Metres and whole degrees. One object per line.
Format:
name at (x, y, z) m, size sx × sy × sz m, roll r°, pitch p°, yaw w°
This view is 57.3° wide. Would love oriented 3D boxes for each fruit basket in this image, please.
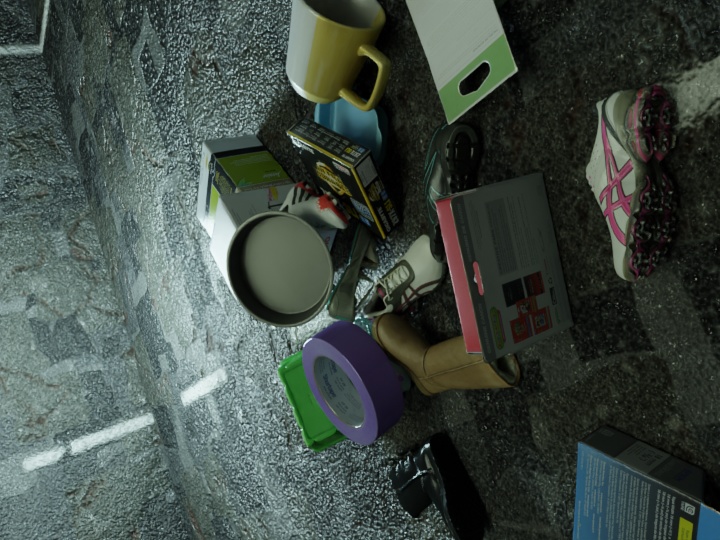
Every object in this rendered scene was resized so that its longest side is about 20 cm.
fruit basket at (-0.085, 0.263, 1.376) m, size 0.219 × 0.152 × 0.216 m, roll 61°, pitch -170°, yaw -17°

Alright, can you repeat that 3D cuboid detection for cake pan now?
cake pan at (-0.135, -0.004, 1.130) m, size 0.194 × 0.037 × 0.207 m, roll 4°, pitch 107°, yaw 13°

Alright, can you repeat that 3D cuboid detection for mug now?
mug at (-0.048, -0.340, 1.031) m, size 0.155 × 0.145 × 0.190 m, roll 116°, pitch 148°, yaw -43°

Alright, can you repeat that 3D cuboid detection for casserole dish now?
casserole dish at (-0.012, -0.244, 1.131) m, size 0.199 × 0.038 × 0.125 m, roll 35°, pitch 130°, yaw 45°

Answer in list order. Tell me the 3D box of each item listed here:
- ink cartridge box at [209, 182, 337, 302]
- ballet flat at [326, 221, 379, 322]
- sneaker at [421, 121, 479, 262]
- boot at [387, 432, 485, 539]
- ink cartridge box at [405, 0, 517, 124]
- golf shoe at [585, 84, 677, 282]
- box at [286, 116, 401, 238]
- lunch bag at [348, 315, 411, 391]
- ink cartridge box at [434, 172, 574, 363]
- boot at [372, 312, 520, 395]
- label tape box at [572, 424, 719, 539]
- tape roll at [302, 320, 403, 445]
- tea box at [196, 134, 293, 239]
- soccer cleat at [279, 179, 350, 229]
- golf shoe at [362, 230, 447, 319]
ink cartridge box at (-0.172, -0.061, 1.292) m, size 0.146 × 0.196 × 0.149 m, roll 55°, pitch 141°, yaw 29°
ballet flat at (0.000, 0.000, 1.133) m, size 0.062 × 0.204 × 0.068 m, roll 18°, pitch 150°, yaw 6°
sneaker at (0.128, -0.115, 0.961) m, size 0.079 × 0.073 × 0.206 m, roll -144°, pitch 56°, yaw -59°
boot at (0.124, 0.392, 1.145) m, size 0.163 × 0.072 × 0.203 m, roll -50°, pitch 54°, yaw 48°
ink cartridge box at (0.139, -0.321, 0.869) m, size 0.145 × 0.047 × 0.205 m, roll -29°, pitch 78°, yaw 56°
golf shoe at (0.291, -0.092, 0.720) m, size 0.091 × 0.071 × 0.207 m, roll 9°, pitch 100°, yaw 60°
box at (-0.028, -0.158, 1.112) m, size 0.199 × 0.049 × 0.161 m, roll 36°, pitch 164°, yaw 43°
lunch bag at (0.003, 0.164, 1.229) m, size 0.198 × 0.076 × 0.165 m, roll -23°, pitch 84°, yaw 56°
ink cartridge box at (0.169, -0.004, 0.835) m, size 0.083 × 0.172 × 0.206 m, roll -8°, pitch 95°, yaw 55°
boot at (0.127, 0.117, 1.014) m, size 0.175 × 0.067 × 0.199 m, roll 45°, pitch 149°, yaw -12°
label tape box at (0.353, 0.297, 0.779) m, size 0.198 × 0.062 × 0.149 m, roll 20°, pitch 118°, yaw 51°
tape roll at (-0.016, 0.191, 1.122) m, size 0.199 × 0.065 × 0.204 m, roll 37°, pitch 142°, yaw 35°
tea box at (-0.256, -0.152, 1.439) m, size 0.198 × 0.131 × 0.203 m, roll 50°, pitch 140°, yaw 33°
soccer cleat at (-0.084, -0.098, 1.156) m, size 0.069 × 0.086 × 0.199 m, roll 45°, pitch 175°, yaw -36°
golf shoe at (0.073, 0.019, 1.065) m, size 0.078 × 0.086 × 0.202 m, roll 57°, pitch 141°, yaw 26°
